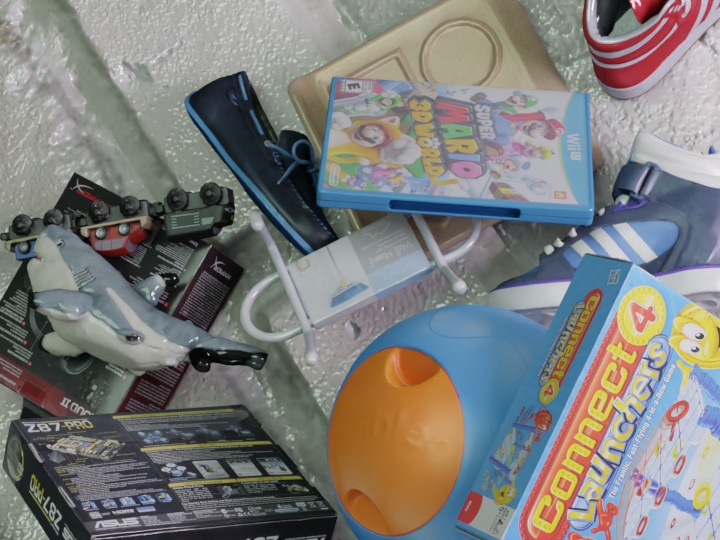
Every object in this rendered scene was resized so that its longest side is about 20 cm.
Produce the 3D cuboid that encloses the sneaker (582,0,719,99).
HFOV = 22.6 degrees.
[{"bbox_3d":[0.242,-0.228,1.365,0.071,0.112,0.200,37,89,25],"label":"sneaker"}]

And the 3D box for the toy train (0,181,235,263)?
[{"bbox_3d":[-0.192,-0.032,1.426,0.199,0.034,0.046,-9,83,16],"label":"toy train"}]

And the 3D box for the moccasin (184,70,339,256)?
[{"bbox_3d":[-0.069,-0.090,1.455,0.068,0.081,0.200,-37,68,-4],"label":"moccasin"}]

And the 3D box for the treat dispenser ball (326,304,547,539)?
[{"bbox_3d":[0.076,0.125,1.270,0.200,0.201,0.202,-6,72,18],"label":"treat dispenser ball"}]

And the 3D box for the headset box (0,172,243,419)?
[{"bbox_3d":[-0.212,0.045,1.467,0.148,0.077,0.201,26,85,25],"label":"headset box"}]

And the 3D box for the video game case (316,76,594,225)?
[{"bbox_3d":[0.072,-0.091,1.344,0.199,0.018,0.143,4,41,1],"label":"video game case"}]

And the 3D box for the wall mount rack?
[{"bbox_3d":[0.000,0.000,1.329,0.199,0.075,0.174,-26,49,1],"label":"wall mount rack"}]

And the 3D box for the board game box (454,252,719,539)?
[{"bbox_3d":[0.188,0.122,1.182,0.056,0.195,0.201,14,77,61],"label":"board game box"}]

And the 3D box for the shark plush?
[{"bbox_3d":[-0.168,0.028,1.377,0.199,0.091,0.084,15,62,18],"label":"shark plush"}]

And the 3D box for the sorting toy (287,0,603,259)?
[{"bbox_3d":[0.066,-0.114,1.428,0.199,0.036,0.186,-27,72,1],"label":"sorting toy"}]

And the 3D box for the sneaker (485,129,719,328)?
[{"bbox_3d":[0.191,-0.031,1.350,0.199,0.081,0.147,-8,63,21],"label":"sneaker"}]

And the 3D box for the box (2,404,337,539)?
[{"bbox_3d":[-0.140,0.160,1.320,0.161,0.199,0.049,44,126,47],"label":"box"}]
